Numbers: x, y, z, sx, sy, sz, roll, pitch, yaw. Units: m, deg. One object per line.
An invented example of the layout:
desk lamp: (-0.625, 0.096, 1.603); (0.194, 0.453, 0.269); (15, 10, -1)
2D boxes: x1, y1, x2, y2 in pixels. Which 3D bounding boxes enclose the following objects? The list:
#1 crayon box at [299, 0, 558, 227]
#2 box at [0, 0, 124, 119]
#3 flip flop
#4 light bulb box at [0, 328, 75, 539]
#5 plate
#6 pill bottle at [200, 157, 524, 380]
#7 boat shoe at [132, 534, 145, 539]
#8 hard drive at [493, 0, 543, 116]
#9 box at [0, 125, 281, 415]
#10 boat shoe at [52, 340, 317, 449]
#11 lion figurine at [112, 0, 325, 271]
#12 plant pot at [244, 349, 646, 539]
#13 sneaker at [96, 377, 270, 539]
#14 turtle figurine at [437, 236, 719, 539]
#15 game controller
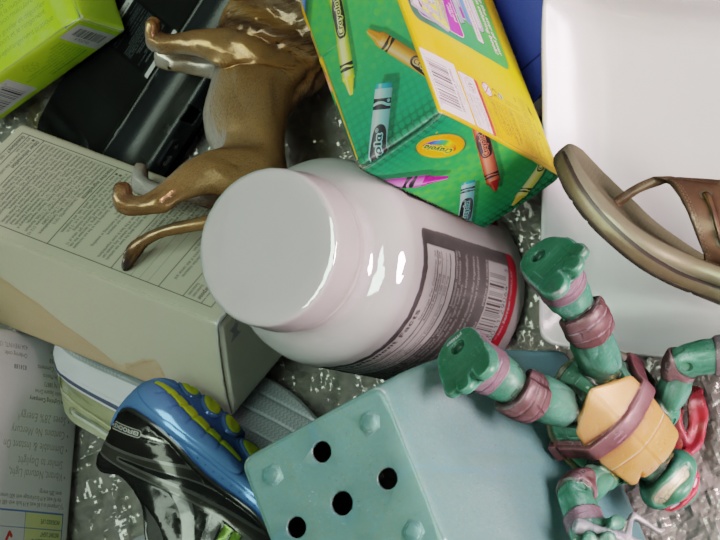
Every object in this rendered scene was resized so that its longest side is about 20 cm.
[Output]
crayon box: (0.025, -0.133, 1.445); (0.058, 0.119, 0.201); (-33, 59, 24)
box: (-0.227, -0.206, 1.663); (0.122, 0.048, 0.201); (-31, 65, 29)
flip flop: (0.187, -0.011, 1.373); (0.200, 0.081, 0.058); (33, 100, 17)
light bulb box: (-0.273, 0.129, 1.572); (0.124, 0.198, 0.201); (0, 83, 31)
plate: (0.190, -0.049, 1.421); (0.199, 0.032, 0.201); (7, 106, 29)
pill bottle: (0.000, 0.000, 1.444); (0.110, 0.200, 0.111); (-4, 81, 28)
boat shoe: (-0.111, 0.252, 1.545); (0.074, 0.086, 0.203); (-30, 42, 26)
hard drive: (0.065, -0.184, 1.532); (0.132, 0.025, 0.200); (-40, 68, 18)
box: (-0.136, -0.002, 1.557); (0.199, 0.078, 0.095); (22, 49, 25)
boat shoe: (-0.094, 0.090, 1.567); (0.200, 0.072, 0.062); (29, 137, 27)
lion figurine: (-0.066, -0.087, 1.525); (0.122, 0.073, 0.201); (6, 70, 6)
plant pot: (0.036, 0.127, 1.409); (0.141, 0.200, 0.142); (-30, 72, 22)
sneaker: (-0.068, 0.149, 1.475); (0.200, 0.071, 0.083); (47, 112, 13)
turtle figurine: (0.134, 0.079, 1.380); (0.101, 0.200, 0.150); (6, 59, 56)
game controller: (-0.119, -0.132, 1.621); (0.104, 0.042, 0.200); (43, 104, 40)
